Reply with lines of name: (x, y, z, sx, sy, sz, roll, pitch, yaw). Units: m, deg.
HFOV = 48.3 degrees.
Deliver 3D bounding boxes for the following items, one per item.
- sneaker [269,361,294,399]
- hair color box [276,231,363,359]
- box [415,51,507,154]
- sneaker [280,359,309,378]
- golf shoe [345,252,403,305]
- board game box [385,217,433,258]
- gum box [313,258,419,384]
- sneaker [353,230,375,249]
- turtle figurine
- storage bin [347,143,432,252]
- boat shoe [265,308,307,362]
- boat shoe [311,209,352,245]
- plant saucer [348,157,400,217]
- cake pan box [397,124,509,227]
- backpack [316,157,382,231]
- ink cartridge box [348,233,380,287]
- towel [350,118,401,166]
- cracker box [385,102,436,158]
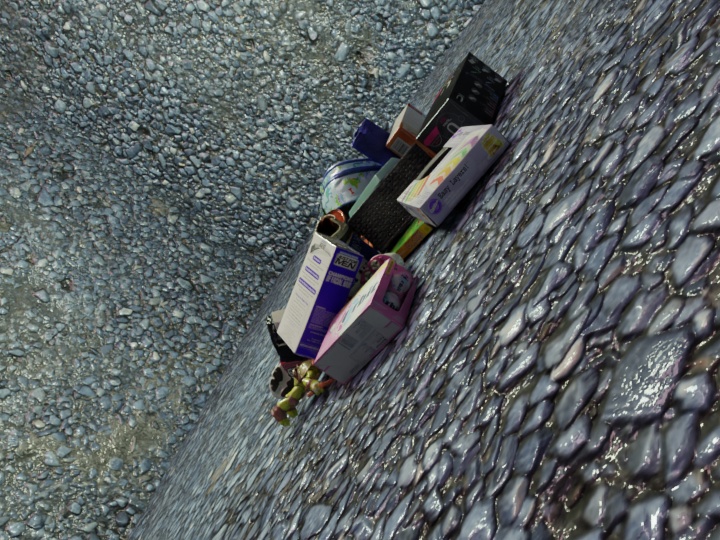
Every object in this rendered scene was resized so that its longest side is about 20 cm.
sneaker: (-0.134, 0.181, 1.726, 0.201, 0.080, 0.083, -56, 1, -5)
hair color box: (-0.074, 0.044, 1.430, 0.109, 0.064, 0.202, 35, 106, 62)
box: (0.205, -0.324, 1.611, 0.122, 0.105, 0.201, -48, 11, 43)
sneaker: (-0.083, 0.134, 1.607, 0.201, 0.074, 0.081, -54, 8, 7)
golf shoe: (0.015, 0.047, 1.449, 0.200, 0.075, 0.091, -50, -5, 26)
board game box: (0.098, -0.069, 1.510, 0.200, 0.030, 0.096, -51, 7, 47)
gum box: (0.011, 0.081, 1.290, 0.200, 0.066, 0.114, -48, 13, 42)
sneaker: (0.010, -0.067, 1.789, 0.201, 0.089, 0.070, -51, 9, 31)
turtle figurine: (-0.101, 0.206, 1.467, 0.162, 0.064, 0.200, -54, 9, 15)
storage bin: (0.076, -0.142, 1.582, 0.200, 0.094, 0.135, -49, 1, 7)
boat shoe: (-0.080, 0.113, 1.546, 0.075, 0.197, 0.094, -122, 23, -66)
boat shoe: (-0.059, -0.073, 1.567, 0.070, 0.063, 0.201, -11, 30, 14)
plant saucer: (0.023, -0.164, 1.617, 0.070, 0.019, 0.200, -48, -1, -25)
cake pan box: (0.155, -0.168, 1.389, 0.184, 0.052, 0.200, -46, 12, 2)
backpack: (-0.006, -0.170, 1.825, 0.200, 0.180, 0.149, 125, 133, -66)
ink cartridge box: (0.000, 0.000, 1.579, 0.044, 0.094, 0.200, -51, 10, 20)
towel: (0.070, -0.245, 1.763, 0.050, 0.199, 0.148, -53, 7, 28)
cracker box: (0.134, -0.287, 1.784, 0.058, 0.133, 0.201, -51, 9, 27)
